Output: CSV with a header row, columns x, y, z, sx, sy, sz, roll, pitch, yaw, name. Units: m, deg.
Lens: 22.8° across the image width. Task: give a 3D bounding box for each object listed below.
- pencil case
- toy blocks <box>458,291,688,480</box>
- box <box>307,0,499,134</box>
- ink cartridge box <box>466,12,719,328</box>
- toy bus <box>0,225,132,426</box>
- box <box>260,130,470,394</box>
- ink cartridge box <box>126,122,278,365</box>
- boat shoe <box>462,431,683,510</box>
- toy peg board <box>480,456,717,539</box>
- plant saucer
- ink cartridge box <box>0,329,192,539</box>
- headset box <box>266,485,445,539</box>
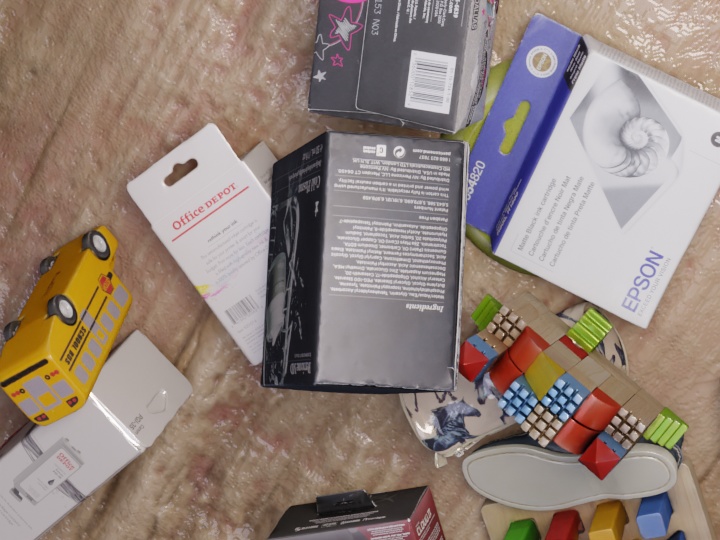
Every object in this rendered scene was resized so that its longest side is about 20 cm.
x,y,z,sx,sy,sz,roll,pitch,yaw,name
0.136,0.097,1.562,0.199,0.078,0.090,-24,92,23,pencil case
0.158,0.094,1.436,0.200,0.137,0.100,41,110,11,toy blocks
0.044,-0.223,1.447,0.131,0.115,0.201,10,104,14,box
0.190,-0.081,1.470,0.199,0.041,0.200,26,114,7,ink cartridge box
-0.260,0.044,1.603,0.065,0.200,0.078,-28,114,25,toy bus
0.000,0.000,1.458,0.123,0.200,0.198,3,85,-15,box
-0.103,-0.031,1.597,0.117,0.067,0.200,-33,98,24,ink cartridge box
0.187,0.162,1.576,0.199,0.062,0.075,-11,121,30,boat shoe
0.221,0.294,1.595,0.198,0.098,0.201,-15,104,22,toy peg board
0.159,-0.083,1.518,0.199,0.031,0.201,5,110,15,plant saucer
-0.268,0.162,1.673,0.200,0.147,0.083,-39,97,24,ink cartridge box
0.010,0.296,1.673,0.148,0.075,0.201,-10,105,21,headset box
